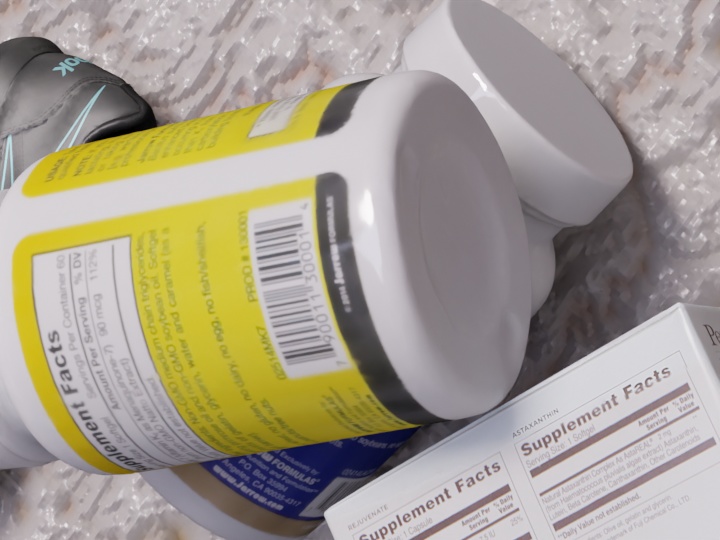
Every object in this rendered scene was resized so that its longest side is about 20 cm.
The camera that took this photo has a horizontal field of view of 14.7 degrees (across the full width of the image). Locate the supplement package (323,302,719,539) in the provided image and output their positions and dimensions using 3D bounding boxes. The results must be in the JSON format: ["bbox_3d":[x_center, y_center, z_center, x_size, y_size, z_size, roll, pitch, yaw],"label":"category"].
[{"bbox_3d":[0.118,0.135,0.938,0.150,0.152,0.201,-32,73,24],"label":"supplement package"}]

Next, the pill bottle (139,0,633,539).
[{"bbox_3d":[0.000,0.000,1.034,0.200,0.116,0.116,-45,67,20],"label":"pill bottle"}]

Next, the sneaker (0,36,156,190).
[{"bbox_3d":[-0.141,0.007,1.139,0.079,0.075,0.201,18,97,27],"label":"sneaker"}]

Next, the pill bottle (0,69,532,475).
[{"bbox_3d":[-0.053,0.007,0.933,0.199,0.114,0.115,-10,83,26],"label":"pill bottle"}]
